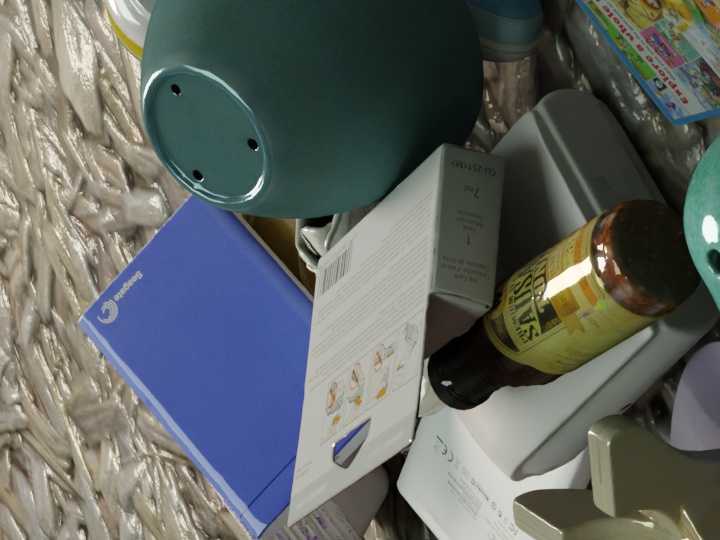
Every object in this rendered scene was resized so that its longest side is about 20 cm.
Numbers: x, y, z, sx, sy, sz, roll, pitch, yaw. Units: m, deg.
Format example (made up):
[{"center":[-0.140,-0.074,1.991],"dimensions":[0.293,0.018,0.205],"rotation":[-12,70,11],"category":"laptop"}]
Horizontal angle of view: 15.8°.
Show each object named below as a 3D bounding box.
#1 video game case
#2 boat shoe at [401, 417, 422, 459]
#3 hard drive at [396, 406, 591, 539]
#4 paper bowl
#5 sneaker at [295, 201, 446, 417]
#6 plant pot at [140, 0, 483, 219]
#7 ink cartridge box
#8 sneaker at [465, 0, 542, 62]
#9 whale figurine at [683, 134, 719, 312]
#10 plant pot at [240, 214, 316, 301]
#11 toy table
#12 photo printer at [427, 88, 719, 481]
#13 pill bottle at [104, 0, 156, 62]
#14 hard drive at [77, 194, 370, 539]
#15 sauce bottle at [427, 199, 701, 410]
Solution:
[{"center":[0.176,-0.146,1.304],"dimensions":[0.143,0.018,0.200],"rotation":[50,156,-14],"category":"video game case"},{"center":[0.020,0.075,1.747],"dimensions":[0.201,0.057,0.067],"rotation":[65,152,10],"category":"boat shoe"},{"center":[0.093,0.104,1.629],"dimensions":[0.132,0.026,0.201],"rotation":[49,135,34],"category":"hard drive"},{"center":[-0.055,0.126,1.821],"dimensions":[0.201,0.104,0.201],"rotation":[54,177,5],"category":"paper bowl"},{"center":[0.000,0.000,1.625],"dimensions":[0.075,0.081,0.201],"rotation":[-22,87,37],"category":"sneaker"},{"center":[-0.048,-0.107,1.477],"dimensions":[0.199,0.135,0.201],"rotation":[23,135,26],"category":"plant pot"},{"center":[0.019,0.044,1.467],"dimensions":[0.200,0.043,0.175],"rotation":[139,140,-61],"category":"ink cartridge box"},{"center":[0.052,-0.223,1.475],"dimensions":[0.200,0.079,0.131],"rotation":[51,140,14],"category":"sneaker"},{"center":[0.217,0.014,1.298],"dimensions":[0.159,0.103,0.201],"rotation":[34,134,48],"category":"whale figurine"},{"center":[-0.010,-0.004,1.699],"dimensions":[0.199,0.027,0.201],"rotation":[8,104,36],"category":"plant pot"},{"center":[0.182,0.145,1.438],"dimensions":[0.184,0.117,0.201],"rotation":[14,121,58],"category":"toy table"},{"center":[0.105,0.017,1.504],"dimensions":[0.200,0.069,0.167],"rotation":[-49,61,47],"category":"photo printer"},{"center":[-0.115,-0.189,1.690],"dimensions":[0.200,0.111,0.112],"rotation":[178,72,-86],"category":"pill bottle"},{"center":[-0.082,0.059,1.710],"dimensions":[0.132,0.025,0.200],"rotation":[-47,69,12],"category":"hard drive"},{"center":[0.103,0.026,1.399],"dimensions":[0.200,0.066,0.066],"rotation":[-38,74,50],"category":"sauce bottle"}]
